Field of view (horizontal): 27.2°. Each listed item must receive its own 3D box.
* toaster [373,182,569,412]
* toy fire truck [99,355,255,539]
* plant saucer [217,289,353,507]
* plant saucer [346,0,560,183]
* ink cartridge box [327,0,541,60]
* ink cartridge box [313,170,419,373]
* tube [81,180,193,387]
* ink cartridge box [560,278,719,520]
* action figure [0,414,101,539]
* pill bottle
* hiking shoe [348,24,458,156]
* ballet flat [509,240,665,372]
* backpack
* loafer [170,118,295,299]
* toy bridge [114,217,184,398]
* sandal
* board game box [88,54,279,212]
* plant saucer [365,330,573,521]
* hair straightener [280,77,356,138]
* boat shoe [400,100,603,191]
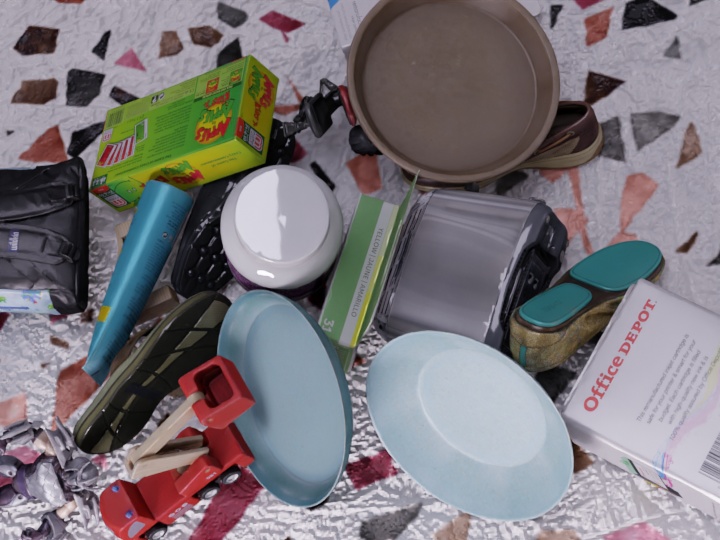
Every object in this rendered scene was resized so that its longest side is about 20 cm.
[{"bbox_3d":[0.098,0.019,1.351,0.129,0.114,0.201,16,82,25],"label":"toaster"},{"bbox_3d":[-0.166,0.168,1.341,0.200,0.141,0.049,-37,63,6],"label":"toy fire truck"},{"bbox_3d":[-0.065,0.113,1.342,0.027,0.200,0.200,-14,56,-35],"label":"plant saucer"},{"bbox_3d":[0.084,-0.173,1.369,0.199,0.029,0.201,2,76,-7],"label":"plant saucer"},{"bbox_3d":[0.070,-0.283,1.505,0.199,0.068,0.116,-20,58,8],"label":"ink cartridge box"},{"bbox_3d":[0.000,0.000,1.340,0.048,0.200,0.146,17,72,1],"label":"ink cartridge box"},{"bbox_3d":[-0.221,0.012,1.442,0.050,0.077,0.201,17,75,14],"label":"tube"},{"bbox_3d":[0.293,0.119,1.266,0.199,0.084,0.145,27,77,24],"label":"ink cartridge box"},{"bbox_3d":[-0.326,0.201,1.408,0.199,0.069,0.131,-7,101,27],"label":"action figure"},{"bbox_3d":[-0.071,-0.034,1.356,0.112,0.200,0.113,0,83,-3],"label":"pill bottle"},{"bbox_3d":[0.058,-0.181,1.424,0.200,0.076,0.101,-31,102,-27],"label":"hiking shoe"},{"bbox_3d":[0.200,0.034,1.324,0.071,0.071,0.200,37,43,26],"label":"ballet flat"},{"bbox_3d":[-0.374,-0.025,1.504,0.199,0.154,0.164,-1,72,-7],"label":"backpack"},{"bbox_3d":[-0.132,-0.062,1.486,0.070,0.068,0.201,16,77,59],"label":"loafer"},{"bbox_3d":[-0.215,0.037,1.483,0.067,0.027,0.201,-25,64,6],"label":"toy bridge"},{"bbox_3d":[-0.204,0.089,1.404,0.201,0.080,0.057,-44,49,6],"label":"sandal"},{"bbox_3d":[-0.177,-0.135,1.487,0.199,0.048,0.102,-15,54,34],"label":"board game box"},{"bbox_3d":[0.099,0.127,1.284,0.200,0.202,0.039,20,41,23],"label":"plant saucer"},{"bbox_3d":[-0.045,-0.160,1.443,0.077,0.200,0.041,-20,107,3],"label":"hair straightener"},{"bbox_3d":[0.130,-0.126,1.424,0.199,0.072,0.072,-7,66,14],"label":"boat shoe"}]
